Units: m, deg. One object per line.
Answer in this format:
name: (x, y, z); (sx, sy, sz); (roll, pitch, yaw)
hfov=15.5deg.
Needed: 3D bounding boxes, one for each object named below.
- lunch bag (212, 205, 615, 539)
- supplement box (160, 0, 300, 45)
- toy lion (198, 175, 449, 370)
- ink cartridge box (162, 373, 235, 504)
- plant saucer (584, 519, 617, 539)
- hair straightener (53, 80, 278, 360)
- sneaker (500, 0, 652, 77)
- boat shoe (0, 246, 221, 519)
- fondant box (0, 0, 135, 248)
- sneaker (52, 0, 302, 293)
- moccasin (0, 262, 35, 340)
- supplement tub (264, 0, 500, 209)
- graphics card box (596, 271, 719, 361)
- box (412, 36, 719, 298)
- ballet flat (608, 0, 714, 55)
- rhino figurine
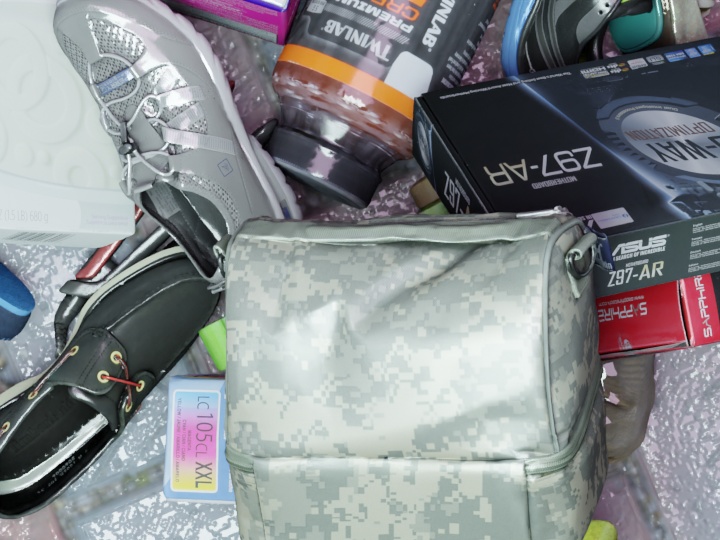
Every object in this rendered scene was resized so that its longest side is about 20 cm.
lunch bag: (0.030, 0.050, 1.366); (0.200, 0.139, 0.168); (1, 118, 18)
supplement box: (-0.075, -0.201, 1.541); (0.103, 0.200, 0.101); (18, 89, -3)
toy lion: (0.000, 0.000, 1.543); (0.200, 0.192, 0.069); (-28, 90, -3)
ink cartridge box: (0.003, 0.099, 1.541); (0.200, 0.136, 0.076); (3, 90, 18)
plant saucer: (0.043, 0.227, 1.552); (0.199, 0.048, 0.200); (2, 132, -2)
hair straightener: (-0.114, -0.017, 1.615); (0.077, 0.041, 0.200); (39, 88, 0)
sneaker: (0.142, -0.188, 1.576); (0.083, 0.071, 0.200); (24, 123, 21)
boat shoe: (-0.156, 0.069, 1.589); (0.201, 0.063, 0.074); (-42, 127, 1)
fondant box: (-0.211, -0.118, 1.567); (0.144, 0.058, 0.200); (2, 80, -30)
sneaker: (-0.111, -0.078, 1.528); (0.075, 0.082, 0.200); (-31, 102, 41)
moccasin: (-0.292, -0.007, 1.595); (0.200, 0.080, 0.068); (30, 101, 2)
supplement tub: (0.016, -0.140, 1.586); (0.107, 0.107, 0.200); (25, 85, -1)
graphics card box: (0.237, 0.011, 1.551); (0.200, 0.125, 0.051); (-9, 88, -26)
box: (0.148, -0.057, 1.489); (0.200, 0.160, 0.044); (-11, 130, -15)
ballet flat: (0.194, -0.137, 1.627); (0.062, 0.067, 0.200); (-18, 93, -32)
rhino figurine: (0.148, 0.024, 1.614); (0.087, 0.060, 0.200); (13, 81, 3)
